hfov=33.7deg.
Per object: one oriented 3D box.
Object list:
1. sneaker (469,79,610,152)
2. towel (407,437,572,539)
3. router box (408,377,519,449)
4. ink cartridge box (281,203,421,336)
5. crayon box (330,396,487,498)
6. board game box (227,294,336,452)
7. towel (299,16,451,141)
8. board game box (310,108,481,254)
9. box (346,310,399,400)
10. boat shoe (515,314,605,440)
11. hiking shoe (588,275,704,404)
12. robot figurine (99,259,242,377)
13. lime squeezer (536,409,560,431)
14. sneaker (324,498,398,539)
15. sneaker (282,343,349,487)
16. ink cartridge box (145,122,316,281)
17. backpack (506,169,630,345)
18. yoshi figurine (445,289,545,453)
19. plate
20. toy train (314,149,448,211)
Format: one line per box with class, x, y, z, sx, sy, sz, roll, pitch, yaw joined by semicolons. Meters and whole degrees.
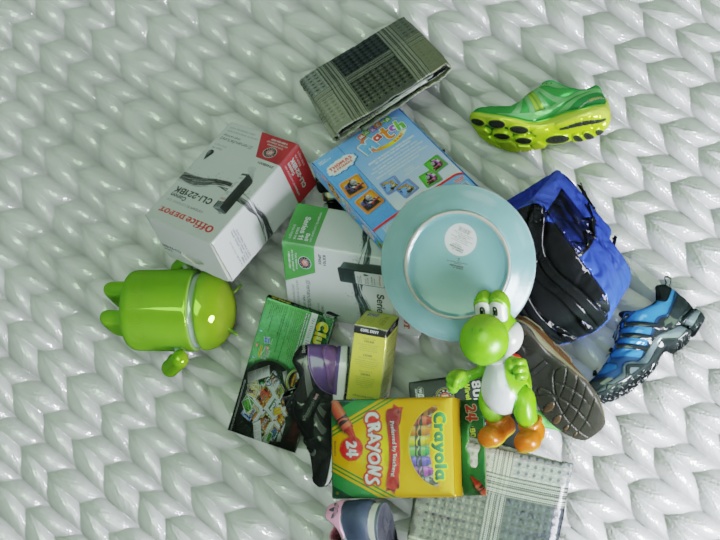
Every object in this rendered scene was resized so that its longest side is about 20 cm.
sneaker;0.255;-0.222;1.692;0.197;0.074;0.084;-3;55;12
towel;0.162;0.323;1.553;0.197;0.035;0.195;12;85;9
router box;0.151;0.243;1.621;0.148;0.062;0.203;-8;79;7
ink cartridge box;0.000;0.000;1.640;0.197;0.148;0.084;9;46;12
crayon box;0.062;0.228;1.533;0.197;0.051;0.129;-5;79;16
board game box;-0.110;0.145;1.668;0.104;0.023;0.202;19;100;5
towel;0.019;-0.273;1.701;0.191;0.035;0.201;-31;36;1
board game box;0.048;-0.118;1.603;0.150;0.037;0.200;-34;56;-10
box;0.012;0.163;1.618;0.049;0.075;0.203;9;106;12
boat shoe;0.249;0.130;1.560;0.075;0.074;0.200;-36;100;21
hiking shoe;0.368;0.102;1.611;0.199;0.075;0.087;-37;69;-9
robot figurine;-0.267;0.057;1.698;0.197;0.116;0.178;-1;68;9
lime squeezer;0.223;0.166;1.581;0.200;0.038;0.071;50;58;-9
sneaker;0.003;0.361;1.570;0.081;0.201;0.071;6;47;15
sneaker;-0.066;0.196;1.638;0.086;0.076;0.203;5;101;-3
ink cartridge box;-0.182;-0.099;1.674;0.143;0.084;0.201;21;62;36
backpack;0.267;-0.018;1.585;0.201;0.162;0.168;52;48;-6
yoshi figurine;0.164;0.128;1.460;0.111;0.112;0.202;-14;106;-5
plate;0.122;-0.008;1.501;0.197;0.026;0.203;1;97;7
toy train;0.034;-0.116;1.699;0.197;0.085;0.116;-9;88;8
